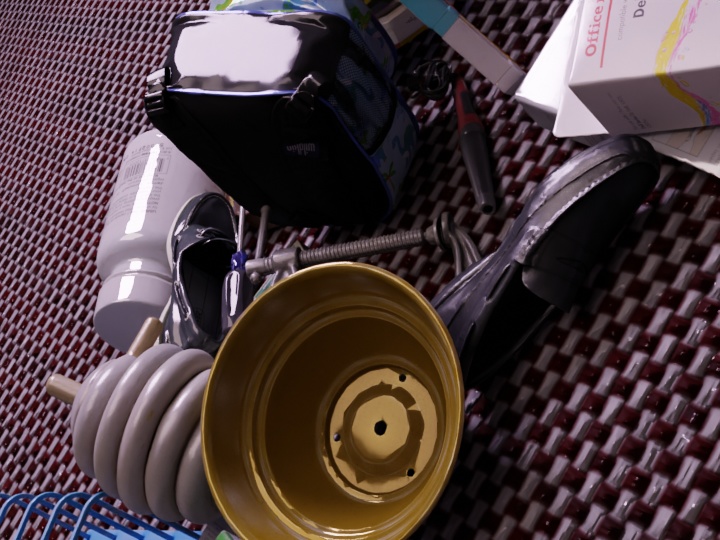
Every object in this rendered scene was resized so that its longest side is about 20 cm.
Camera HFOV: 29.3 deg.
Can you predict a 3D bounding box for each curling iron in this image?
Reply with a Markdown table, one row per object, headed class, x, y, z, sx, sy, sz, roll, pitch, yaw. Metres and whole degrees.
| class | x | y | z | sx | sy | sz | roll | pitch | yaw |
| --- | --- | --- | --- | --- | --- | --- | --- | --- | --- |
| curling iron | 0.077 | -0.105 | 1.080 | 0.049 | 0.026 | 0.201 | -11 | 42 | -5 |

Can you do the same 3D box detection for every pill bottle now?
| class | x | y | z | sx | sy | sz | roll | pitch | yaw |
| --- | --- | --- | --- | --- | --- | --- | --- | --- | --- |
| pill bottle | -0.186 | -0.025 | 1.291 | 0.114 | 0.114 | 0.201 | -28 | 40 | 37 |

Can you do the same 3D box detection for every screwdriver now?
| class | x | y | z | sx | sy | sz | roll | pitch | yaw |
| --- | --- | --- | --- | --- | --- | --- | --- | --- | --- |
| screwdriver | -0.100 | -0.026 | 1.172 | 0.028 | 0.029 | 0.201 | -10 | 49 | 14 |

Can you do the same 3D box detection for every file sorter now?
| class | x | y | z | sx | sy | sz | roll | pitch | yaw |
| --- | --- | --- | --- | --- | --- | --- | --- | --- | --- |
| file sorter | -0.230 | 0.253 | 1.085 | 0.199 | 0.122 | 0.140 | -11 | 53 | 49 |

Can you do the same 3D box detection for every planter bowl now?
| class | x | y | z | sx | sy | sz | roll | pitch | yaw |
| --- | --- | --- | --- | --- | --- | --- | --- | --- | --- |
| planter bowl | -0.003 | 0.101 | 0.920 | 0.199 | 0.083 | 0.202 | -8 | 74 | 29 |

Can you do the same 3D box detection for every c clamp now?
| class | x | y | z | sx | sy | sz | roll | pitch | yaw |
| --- | --- | --- | --- | --- | --- | --- | --- | --- | --- |
| c clamp | 0.000 | 0.000 | 1.024 | 0.198 | 0.027 | 0.172 | -6 | 48 | 18 |

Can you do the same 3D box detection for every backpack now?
| class | x | y | z | sx | sy | sz | roll | pitch | yaw |
| --- | --- | --- | --- | --- | --- | --- | --- | --- | --- |
| backpack | -0.047 | -0.131 | 1.109 | 0.182 | 0.200 | 0.148 | 3 | 61 | 31 |

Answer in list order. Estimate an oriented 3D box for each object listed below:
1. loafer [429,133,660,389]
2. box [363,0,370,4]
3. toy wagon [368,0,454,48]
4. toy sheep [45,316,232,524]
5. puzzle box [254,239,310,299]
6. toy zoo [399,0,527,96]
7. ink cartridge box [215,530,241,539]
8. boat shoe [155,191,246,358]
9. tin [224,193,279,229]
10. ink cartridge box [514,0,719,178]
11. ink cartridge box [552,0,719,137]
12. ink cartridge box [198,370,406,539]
| class | x | y | z | sx | sy | sz | roll | pitch | yaw |
| --- | --- | --- | --- | --- | --- | --- | --- | --- | --- |
| loafer | 0.123 | -0.002 | 0.893 | 0.201 | 0.068 | 0.071 | -47 | 42 | 21 |
| box | -0.038 | -0.340 | 1.196 | 0.096 | 0.201 | 0.176 | 4 | 42 | 45 |
| toy wagon | 0.011 | -0.250 | 1.262 | 0.155 | 0.040 | 0.200 | -37 | 28 | -12 |
| toy sheep | -0.142 | 0.114 | 1.008 | 0.199 | 0.138 | 0.139 | 17 | 72 | 22 |
| puzzle box | -0.091 | 0.074 | 1.125 | 0.201 | 0.025 | 0.133 | -53 | 17 | 6 |
| toy zoo | 0.062 | -0.191 | 1.037 | 0.020 | 0.200 | 0.131 | -48 | 6 | 12 |
| ink cartridge box | -0.095 | 0.297 | 0.892 | 0.201 | 0.083 | 0.147 | -54 | 31 | 1 |
| boat shoe | -0.130 | 0.000 | 1.188 | 0.066 | 0.074 | 0.200 | -39 | 28 | 40 |
| tin | -0.051 | -0.127 | 1.274 | 0.200 | 0.042 | 0.112 | -52 | 35 | 6 |
| ink cartridge box | 0.221 | -0.146 | 0.927 | 0.199 | 0.047 | 0.161 | 30 | 86 | 43 |
| ink cartridge box | 0.203 | -0.155 | 0.865 | 0.199 | 0.067 | 0.118 | -4 | 63 | 36 |
| ink cartridge box | -0.043 | 0.137 | 1.018 | 0.201 | 0.037 | 0.094 | -58 | 31 | -8 |
